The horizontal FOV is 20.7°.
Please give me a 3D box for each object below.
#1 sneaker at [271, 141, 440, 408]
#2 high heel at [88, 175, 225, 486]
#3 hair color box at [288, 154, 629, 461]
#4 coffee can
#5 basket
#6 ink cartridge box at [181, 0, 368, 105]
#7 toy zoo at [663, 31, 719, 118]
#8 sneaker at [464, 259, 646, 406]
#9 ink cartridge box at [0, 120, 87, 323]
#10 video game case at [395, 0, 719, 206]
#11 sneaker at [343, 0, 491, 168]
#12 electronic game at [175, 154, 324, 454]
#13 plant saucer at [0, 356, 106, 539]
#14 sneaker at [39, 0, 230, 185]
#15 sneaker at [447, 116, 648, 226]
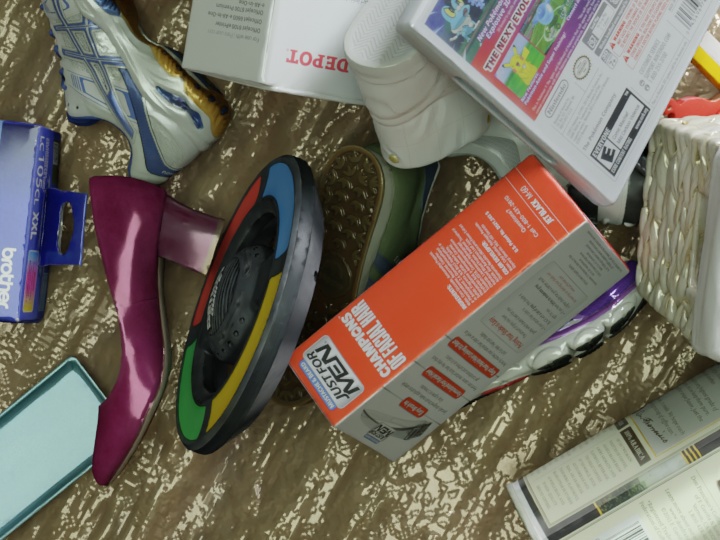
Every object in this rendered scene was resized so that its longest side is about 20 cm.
[{"bbox_3d":[0.000,0.000,1.319,0.067,0.090,0.201,35,122,26],"label":"sneaker"},{"bbox_3d":[-0.167,0.039,1.320,0.096,0.067,0.201,20,85,-4],"label":"high heel"},{"bbox_3d":[0.063,0.027,1.237,0.200,0.111,0.064,-40,64,6],"label":"hair color box"},{"bbox_3d":[0.214,0.151,1.266,0.200,0.146,0.147,-30,87,3],"label":"coffee can"},{"bbox_3d":[0.283,-0.026,1.238,0.199,0.123,0.136,-1,106,-19],"label":"basket"},{"bbox_3d":[-0.020,-0.210,1.239,0.084,0.145,0.201,15,98,43],"label":"ink cartridge box"},{"bbox_3d":[0.255,-0.117,1.301,0.200,0.020,0.131,42,92,-14],"label":"toy zoo"},{"bbox_3d":[0.099,0.033,1.311,0.199,0.081,0.084,-22,82,4],"label":"sneaker"},{"bbox_3d":[-0.282,-0.037,1.337,0.199,0.076,0.137,5,90,2],"label":"ink cartridge box"},{"bbox_3d":[0.133,-0.172,1.198,0.182,0.023,0.200,38,72,-26],"label":"video game case"},{"bbox_3d":[0.063,-0.154,1.240,0.073,0.116,0.200,22,58,31],"label":"sneaker"},{"bbox_3d":[-0.075,0.021,1.264,0.041,0.200,0.201,19,91,-17],"label":"electronic game"},{"bbox_3d":[-0.253,0.147,1.360,0.200,0.019,0.070,-39,88,3],"label":"plant saucer"},{"bbox_3d":[-0.182,-0.145,1.332,0.088,0.075,0.200,-44,81,13],"label":"sneaker"},{"bbox_3d":[0.144,-0.061,1.318,0.200,0.074,0.089,32,111,0],"label":"sneaker"}]
